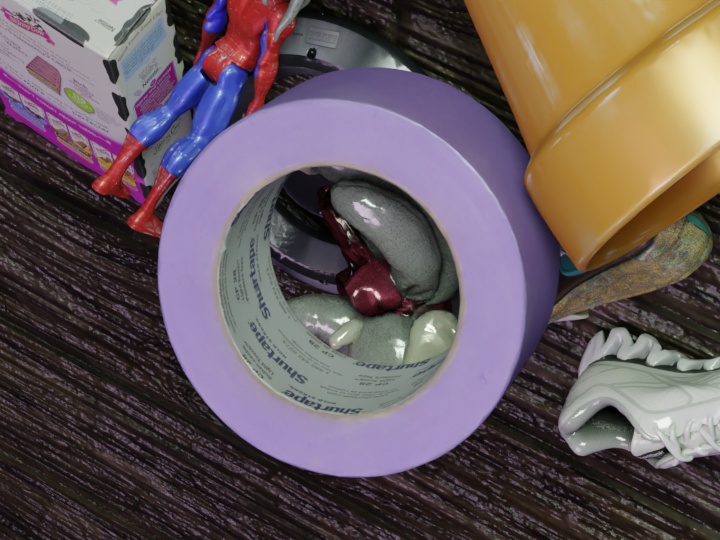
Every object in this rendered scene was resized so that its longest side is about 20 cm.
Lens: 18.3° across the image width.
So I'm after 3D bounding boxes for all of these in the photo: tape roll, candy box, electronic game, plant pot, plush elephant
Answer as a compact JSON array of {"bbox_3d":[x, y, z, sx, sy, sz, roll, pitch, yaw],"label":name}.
[{"bbox_3d":[0.000,0.000,1.170,0.198,0.085,0.202,5,108,17],"label":"tape roll"},{"bbox_3d":[-0.178,-0.137,1.421,0.136,0.061,0.200,33,161,17],"label":"candy box"},{"bbox_3d":[-0.019,-0.070,1.412,0.199,0.042,0.201,17,129,22],"label":"electronic game"},{"bbox_3d":[0.138,-0.132,1.120,0.184,0.200,0.200,55,142,8],"label":"plant pot"},{"bbox_3d":[0.013,0.005,1.295,0.199,0.156,0.165,21,-176,1],"label":"plush elephant"}]

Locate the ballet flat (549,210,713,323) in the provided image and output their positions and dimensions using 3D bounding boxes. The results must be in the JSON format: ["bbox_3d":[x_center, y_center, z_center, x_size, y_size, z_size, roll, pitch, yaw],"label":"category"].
[{"bbox_3d":[0.132,-0.001,1.338,0.071,0.071,0.199,52,143,-12],"label":"ballet flat"}]

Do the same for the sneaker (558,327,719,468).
[{"bbox_3d":[0.208,0.087,1.334,0.199,0.081,0.076,1,124,38],"label":"sneaker"}]

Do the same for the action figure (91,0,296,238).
[{"bbox_3d":[-0.086,-0.116,1.360,0.065,0.052,0.201,46,111,31],"label":"action figure"}]

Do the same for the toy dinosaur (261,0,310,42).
[{"bbox_3d":[0.008,-0.185,1.161,0.199,0.077,0.103,5,121,58],"label":"toy dinosaur"}]
